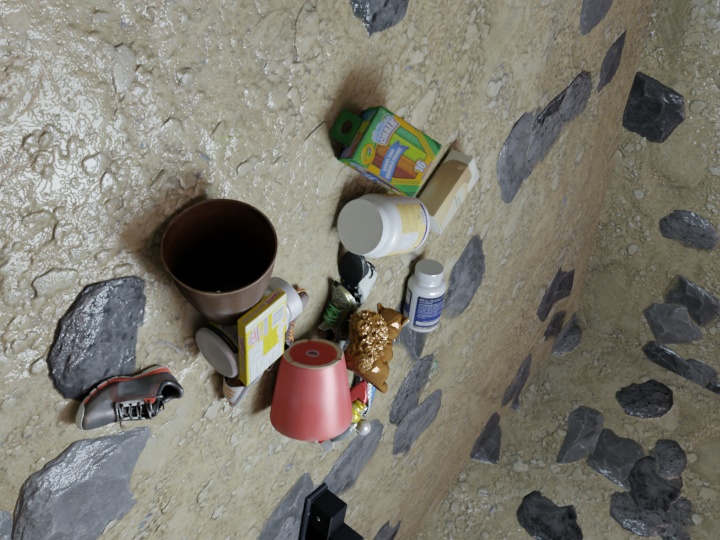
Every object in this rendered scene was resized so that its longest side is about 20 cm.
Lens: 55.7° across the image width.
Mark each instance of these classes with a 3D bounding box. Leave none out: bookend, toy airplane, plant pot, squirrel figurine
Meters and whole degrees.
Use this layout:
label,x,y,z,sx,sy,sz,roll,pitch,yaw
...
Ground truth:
label,x,y,z,sx,sy,sz,roll,pitch,yaw
bookend,-0.078,0.798,2.090,0.092,0.200,0.199,-27,137,-47
toy airplane,-0.042,0.416,1.868,0.200,0.141,0.199,-55,173,-39
plant pot,-0.113,0.269,1.596,0.200,0.200,0.178,-24,124,-49
squirrel figurine,0.039,0.168,1.653,0.187,0.141,0.200,-55,157,-13
plant pot,-0.235,0.011,1.183,0.187,0.187,0.200,-45,161,-27

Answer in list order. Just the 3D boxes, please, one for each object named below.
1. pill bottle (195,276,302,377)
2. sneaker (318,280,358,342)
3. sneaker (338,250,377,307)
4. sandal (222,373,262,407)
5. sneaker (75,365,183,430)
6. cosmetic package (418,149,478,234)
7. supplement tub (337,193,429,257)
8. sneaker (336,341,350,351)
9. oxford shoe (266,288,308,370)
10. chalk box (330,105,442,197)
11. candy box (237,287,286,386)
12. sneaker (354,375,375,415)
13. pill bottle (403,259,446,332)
label,x,y,z,sx,sy,sz,roll,pitch,yaw
pill bottle,-0.215,0.106,1.342,0.200,0.114,0.114,-41,146,-33
sneaker,-0.060,0.114,1.654,0.089,0.077,0.200,-32,138,-30
sneaker,0.000,0.000,1.651,0.089,0.074,0.200,-46,158,-27
sandal,-0.247,0.210,1.409,0.207,0.059,0.079,-51,-160,46
sneaker,-0.393,0.228,1.187,0.200,0.082,0.077,-26,135,-48
cosmetic package,0.230,-0.210,1.823,0.200,0.071,0.105,-56,152,-10
supplement tub,0.054,-0.105,1.564,0.200,0.145,0.146,-10,123,-55
sneaker,0.020,0.224,1.831,0.200,0.115,0.075,3,112,-59
oxford shoe,-0.165,0.130,1.486,0.200,0.073,0.071,-55,151,-13
chalk box,0.038,-0.252,1.388,0.200,0.124,0.125,28,90,-19
candy box,-0.179,0.124,1.243,0.102,0.026,0.200,-39,156,-32
sneaker,0.027,0.334,1.981,0.089,0.078,0.200,-20,131,-48
pill bottle,0.188,0.071,1.976,0.111,0.111,0.200,-34,142,-41
